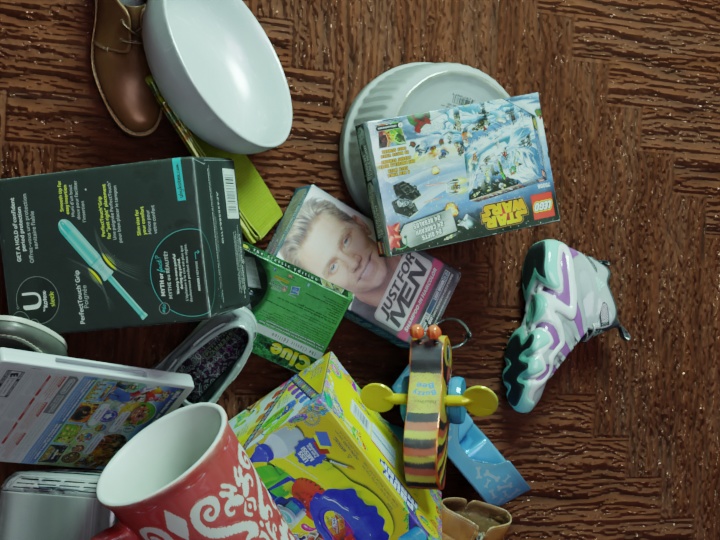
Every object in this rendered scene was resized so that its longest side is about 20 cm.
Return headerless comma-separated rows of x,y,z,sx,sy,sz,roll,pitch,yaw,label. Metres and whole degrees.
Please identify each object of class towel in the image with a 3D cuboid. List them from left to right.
-0.146,-0.128,1.241,0.201,0.018,0.086,58,29,-13,towel

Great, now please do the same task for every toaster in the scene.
-0.263,0.259,1.146,0.198,0.113,0.131,-1,84,24,toaster

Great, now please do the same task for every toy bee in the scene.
0.062,0.109,1.197,0.130,0.201,0.109,-17,141,2,toy bee

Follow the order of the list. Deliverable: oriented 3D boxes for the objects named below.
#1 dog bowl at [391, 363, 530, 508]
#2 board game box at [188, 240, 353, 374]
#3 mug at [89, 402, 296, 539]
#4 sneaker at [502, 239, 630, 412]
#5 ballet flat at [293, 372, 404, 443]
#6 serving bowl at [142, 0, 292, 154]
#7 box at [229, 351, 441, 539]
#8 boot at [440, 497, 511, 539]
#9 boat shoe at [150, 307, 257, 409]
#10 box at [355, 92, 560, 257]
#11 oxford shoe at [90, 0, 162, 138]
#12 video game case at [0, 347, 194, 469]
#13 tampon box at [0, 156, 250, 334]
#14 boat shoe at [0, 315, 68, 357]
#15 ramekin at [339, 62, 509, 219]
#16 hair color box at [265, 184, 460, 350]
0.108,0.181,1.320,0.049,0.111,0.200,-41,104,-2,dog bowl
-0.118,0.028,1.239,0.199,0.023,0.105,26,107,-10,board game box
-0.148,0.249,1.090,0.176,0.134,0.201,-29,112,5,mug
0.248,0.075,1.385,0.139,0.078,0.202,15,86,-19,sneaker
-0.001,0.184,1.303,0.199,0.072,0.072,32,80,-16,ballet flat
-0.152,-0.200,1.201,0.065,0.200,0.201,-26,103,25,serving bowl
-0.050,0.230,1.213,0.192,0.122,0.201,-35,103,14,box
0.059,0.310,1.285,0.198,0.074,0.156,4,124,-32,boot
-0.180,0.118,1.209,0.070,0.072,0.201,40,95,-13,boat shoe
0.102,-0.099,1.239,0.198,0.040,0.138,-12,93,-20,box
-0.234,-0.235,1.208,0.071,0.071,0.202,-10,96,-23,oxford shoe
-0.273,0.134,1.117,0.199,0.018,0.143,13,129,-40,video game case
-0.223,-0.024,1.142,0.198,0.126,0.152,-5,92,12,tampon box
-0.304,0.101,1.119,0.066,0.200,0.058,1,66,1,boat shoe
0.085,-0.132,1.309,0.198,0.105,0.202,0,90,-20,ramekin
0.000,0.000,1.302,0.199,0.060,0.101,29,80,-17,hair color box
